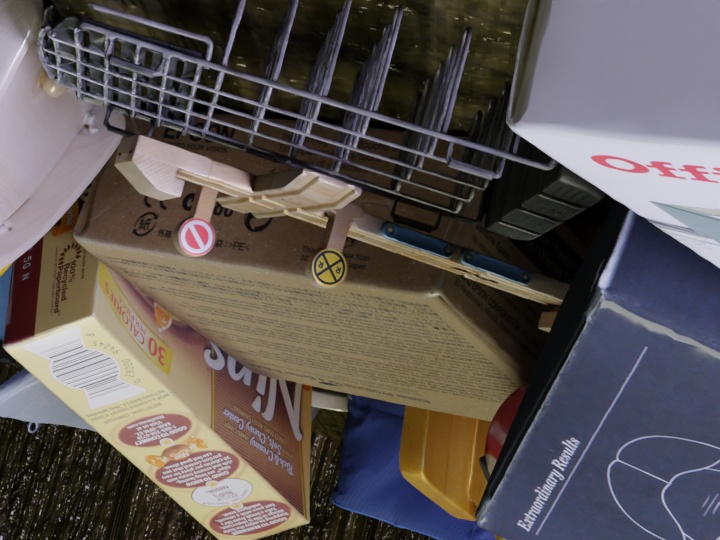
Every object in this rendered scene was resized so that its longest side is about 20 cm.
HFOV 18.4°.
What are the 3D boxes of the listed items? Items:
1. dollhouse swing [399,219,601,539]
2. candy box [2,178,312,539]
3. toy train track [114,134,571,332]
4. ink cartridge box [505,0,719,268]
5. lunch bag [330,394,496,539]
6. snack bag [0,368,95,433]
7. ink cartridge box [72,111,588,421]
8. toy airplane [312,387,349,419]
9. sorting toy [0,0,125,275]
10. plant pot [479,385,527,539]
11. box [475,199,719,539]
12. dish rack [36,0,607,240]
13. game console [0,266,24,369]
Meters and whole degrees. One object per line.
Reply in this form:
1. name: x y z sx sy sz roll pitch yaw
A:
1. dollhouse swing: 0.093 0.066 1.123 0.200 0.182 0.176 8 -179 35
2. candy box: -0.093 0.037 1.096 0.055 0.116 0.200 -18 138 22
3. toy train track: 0.003 -0.003 0.820 0.200 0.033 0.115 18 172 -20
4. ink cartridge box: 0.146 -0.037 0.537 0.146 0.084 0.200 7 170 34
5. lunch bag: 0.085 0.104 1.456 0.200 0.132 0.136 13 -170 44
6. snack bag: -0.111 0.035 1.260 0.188 0.021 0.200 -33 167 9
7. ink cartridge box: 0.000 0.000 0.996 0.200 0.075 0.165 8 161 34
8. toy airplane: -0.123 0.072 1.556 0.199 0.141 0.200 16 171 -22
9. sorting toy: -0.202 -0.083 0.860 0.180 0.107 0.200 32 174 7
10. plant pot: 0.160 0.110 0.906 0.182 0.201 0.200 -23 175 -6
11. box: 0.160 0.049 0.727 0.200 0.107 0.148 24 144 2
12. dish rack: -0.010 -0.061 0.758 0.200 0.055 0.153 16 171 -5
13. game console: -0.185 -0.015 1.169 0.200 0.171 0.118 19 -163 -34
